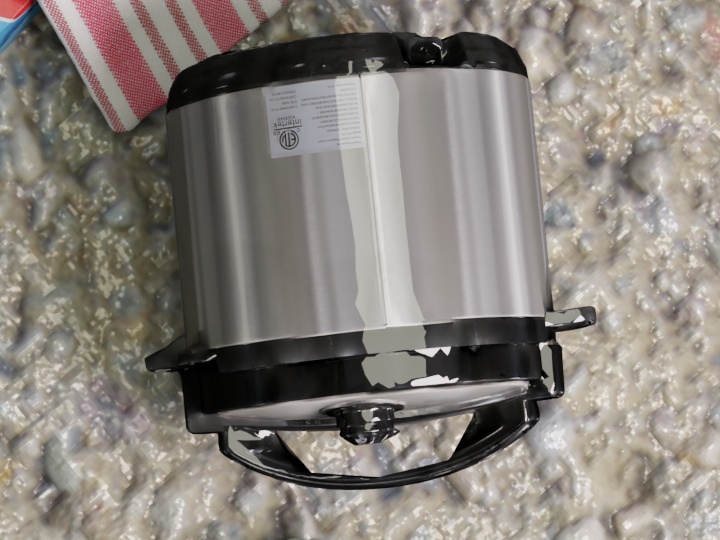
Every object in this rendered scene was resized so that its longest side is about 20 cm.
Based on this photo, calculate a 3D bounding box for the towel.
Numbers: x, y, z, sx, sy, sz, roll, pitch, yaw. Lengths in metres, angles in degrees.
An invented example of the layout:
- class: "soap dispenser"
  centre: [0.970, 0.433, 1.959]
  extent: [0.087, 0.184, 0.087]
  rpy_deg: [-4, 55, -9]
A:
- class: "towel"
  centre: [-0.075, -0.176, 1.358]
  extent: [0.200, 0.030, 0.147]
  rpy_deg: [-42, 133, -18]

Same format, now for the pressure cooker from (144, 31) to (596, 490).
- class: "pressure cooker"
  centre: [-0.001, 0.000, 1.309]
  extent: [0.178, 0.176, 0.201]
  rpy_deg: [-2, 83, -40]

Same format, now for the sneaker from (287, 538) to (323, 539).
- class: "sneaker"
  centre: [-0.081, 0.186, 1.312]
  extent: [0.200, 0.090, 0.079]
  rpy_deg: [-36, 89, -13]

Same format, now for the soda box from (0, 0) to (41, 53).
- class: "soda box"
  centre: [-0.178, -0.146, 1.356]
  extent: [0.064, 0.068, 0.200]
  rpy_deg: [41, 76, -3]
